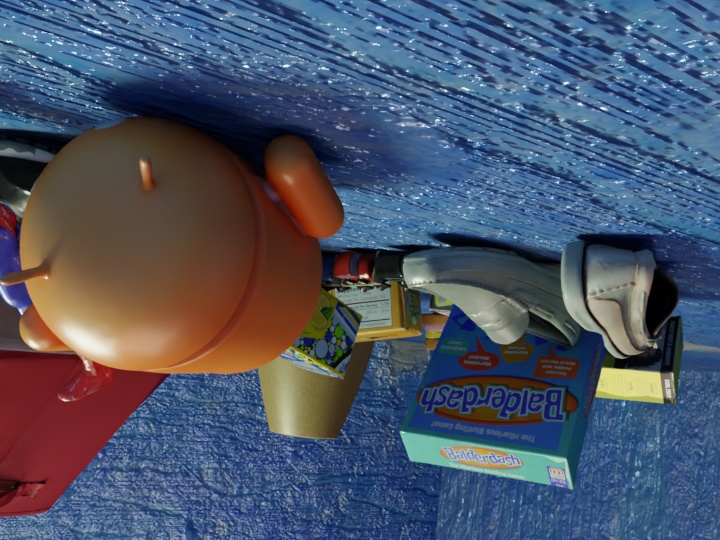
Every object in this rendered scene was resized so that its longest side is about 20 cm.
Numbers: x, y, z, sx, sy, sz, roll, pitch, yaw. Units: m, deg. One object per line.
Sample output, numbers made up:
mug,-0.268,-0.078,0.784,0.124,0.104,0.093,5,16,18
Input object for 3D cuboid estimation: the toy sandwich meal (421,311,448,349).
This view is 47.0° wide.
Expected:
toy sandwich meal,0.183,0.084,1.146,0.200,0.072,0.205,7,174,1

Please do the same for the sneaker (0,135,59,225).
sneaker,-0.234,-0.030,0.495,0.195,0.090,0.076,4,173,17

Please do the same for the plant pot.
plant pot,-0.063,0.115,1.101,0.182,0.205,0.186,5,174,1

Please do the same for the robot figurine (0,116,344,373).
robot figurine,-0.086,-0.008,0.416,0.141,0.120,0.200,8,175,16

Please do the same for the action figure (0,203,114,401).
action figure,-0.209,-0.005,0.424,0.097,0.066,0.202,-18,134,-6

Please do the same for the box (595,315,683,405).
box,0.210,0.080,0.812,0.196,0.076,0.051,2,135,29

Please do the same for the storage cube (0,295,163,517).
storage cube,-0.281,0.060,0.620,0.170,0.180,0.201,16,-147,-55

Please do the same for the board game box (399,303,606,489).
board game box,0.139,0.091,0.755,0.149,0.202,0.046,2,134,28

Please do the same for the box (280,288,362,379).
box,-0.082,0.036,0.795,0.063,0.071,0.199,5,159,37

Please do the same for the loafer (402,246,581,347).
loafer,0.116,0.023,0.671,0.197,0.072,0.069,11,171,-33

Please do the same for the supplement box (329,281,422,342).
supplement box,-0.029,0.050,0.964,0.196,0.071,0.066,-5,170,23

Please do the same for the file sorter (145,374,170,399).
file sorter,-0.318,0.086,0.836,0.201,0.139,0.125,48,147,-7

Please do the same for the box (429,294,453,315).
box,0.186,0.040,0.913,0.196,0.036,0.110,4,173,26

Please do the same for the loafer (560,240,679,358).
loafer,0.206,0.024,0.610,0.062,0.074,0.199,-6,165,32

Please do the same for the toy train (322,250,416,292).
toy train,0.000,0.000,0.762,0.045,0.035,0.198,15,170,-33
